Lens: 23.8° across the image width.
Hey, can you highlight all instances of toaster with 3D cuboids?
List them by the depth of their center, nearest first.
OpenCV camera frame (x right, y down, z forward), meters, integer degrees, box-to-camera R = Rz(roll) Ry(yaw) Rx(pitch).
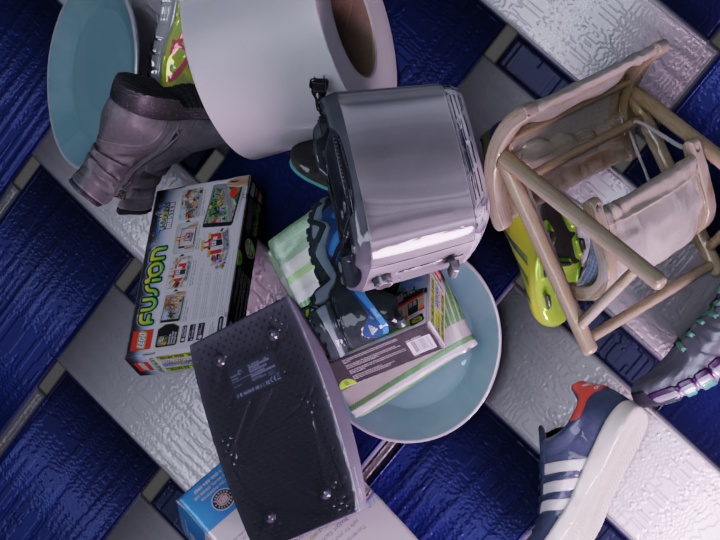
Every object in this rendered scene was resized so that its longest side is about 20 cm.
[{"bbox_3d":[0.034,-0.084,1.506,0.128,0.114,0.202,-9,70,-12],"label":"toaster"}]

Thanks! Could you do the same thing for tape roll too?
[{"bbox_3d":[-0.066,-0.219,1.625,0.138,0.202,0.204,-14,85,21],"label":"tape roll"}]

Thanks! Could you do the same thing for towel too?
[{"bbox_3d":[0.009,0.022,1.665,0.152,0.023,0.201,-32,77,17],"label":"towel"}]

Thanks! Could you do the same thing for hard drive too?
[{"bbox_3d":[-0.071,0.138,1.533,0.134,0.042,0.201,-27,76,29],"label":"hard drive"}]

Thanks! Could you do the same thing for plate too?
[{"bbox_3d":[0.046,0.068,1.675,0.198,0.026,0.202,0,89,21],"label":"plate"},{"bbox_3d":[-0.268,-0.202,1.750,0.200,0.025,0.202,-3,87,55],"label":"plate"}]

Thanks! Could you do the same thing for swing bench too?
[{"bbox_3d":[0.230,-0.069,1.496,0.201,0.198,0.130,54,143,13],"label":"swing bench"}]

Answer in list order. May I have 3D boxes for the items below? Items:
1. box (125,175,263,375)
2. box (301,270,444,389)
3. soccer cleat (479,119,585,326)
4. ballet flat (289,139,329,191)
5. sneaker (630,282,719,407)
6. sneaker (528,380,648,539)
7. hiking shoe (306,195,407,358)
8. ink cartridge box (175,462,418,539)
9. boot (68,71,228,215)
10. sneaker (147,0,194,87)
[{"bbox_3d":[-0.162,0.003,1.689,0.109,0.035,0.201,-8,54,22],"label":"box"},{"bbox_3d":[-0.016,0.064,1.605,0.199,0.110,0.035,-23,121,17],"label":"box"},{"bbox_3d":[0.160,-0.046,1.622,0.083,0.064,0.202,-11,90,50],"label":"soccer cleat"},{"bbox_3d":[0.031,-0.094,1.611,0.069,0.199,0.068,-53,30,31],"label":"ballet flat"},{"bbox_3d":[0.323,0.048,1.540,0.199,0.074,0.088,-28,91,9],"label":"sneaker"},{"bbox_3d":[0.191,0.195,1.600,0.084,0.075,0.201,34,103,33],"label":"sneaker"},{"bbox_3d":[0.000,0.000,1.587,0.086,0.075,0.201,-15,43,9],"label":"hiking shoe"},{"bbox_3d":[-0.054,0.262,1.624,0.147,0.145,0.200,-38,75,-17],"label":"ink cartridge box"},{"bbox_3d":[-0.189,-0.117,1.692,0.070,0.199,0.132,46,117,45],"label":"boot"},{"bbox_3d":[-0.160,-0.230,1.729,0.090,0.078,0.202,7,96,11],"label":"sneaker"}]
